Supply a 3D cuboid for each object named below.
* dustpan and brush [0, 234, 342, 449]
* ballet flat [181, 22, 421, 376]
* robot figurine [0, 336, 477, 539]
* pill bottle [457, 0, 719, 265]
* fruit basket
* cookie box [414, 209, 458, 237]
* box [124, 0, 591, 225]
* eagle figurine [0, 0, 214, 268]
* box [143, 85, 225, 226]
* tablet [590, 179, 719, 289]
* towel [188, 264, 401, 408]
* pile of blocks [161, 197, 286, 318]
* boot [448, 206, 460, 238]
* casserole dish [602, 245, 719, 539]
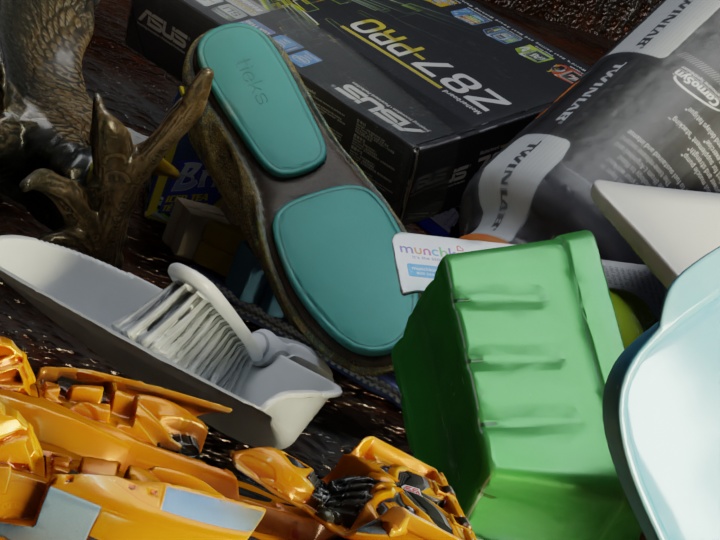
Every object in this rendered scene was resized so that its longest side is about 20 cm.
[{"bbox_3d":[-0.053,0.033,0.957,0.139,0.057,0.200,27,-11,23],"label":"dustpan and brush"},{"bbox_3d":[-0.026,-0.024,1.082,0.070,0.071,0.201,7,45,-48],"label":"ballet flat"},{"bbox_3d":[-0.044,0.079,0.771,0.199,0.059,0.145,17,13,-15],"label":"robot figurine"},{"bbox_3d":[0.116,-0.033,1.088,0.106,0.107,0.200,27,55,32],"label":"pill bottle"},{"bbox_3d":[0.114,0.069,0.912,0.199,0.094,0.186,12,44,-25],"label":"fruit basket"},{"bbox_3d":[0.033,-0.074,1.383,0.171,0.075,0.200,41,3,37],"label":"cookie box"},{"bbox_3d":[0.005,-0.103,1.204,0.200,0.049,0.161,35,37,31],"label":"box"},{"bbox_3d":[-0.149,-0.075,1.115,0.200,0.151,0.151,54,-5,42],"label":"eagle figurine"},{"bbox_3d":[-0.075,-0.056,1.276,0.070,0.065,0.200,19,5,-7],"label":"box"},{"bbox_3d":[0.185,0.012,0.967,0.199,0.014,0.130,3,41,-50],"label":"tablet"},{"bbox_3d":[0.013,0.030,1.209,0.144,0.024,0.200,28,15,24],"label":"towel"},{"bbox_3d":[0.000,0.000,1.128,0.199,0.062,0.082,24,15,10],"label":"pile of blocks"},{"bbox_3d":[0.139,0.024,1.221,0.167,0.077,0.200,24,-1,24],"label":"boot"},{"bbox_3d":[0.151,0.082,0.827,0.121,0.201,0.039,-32,15,-21],"label":"casserole dish"}]
